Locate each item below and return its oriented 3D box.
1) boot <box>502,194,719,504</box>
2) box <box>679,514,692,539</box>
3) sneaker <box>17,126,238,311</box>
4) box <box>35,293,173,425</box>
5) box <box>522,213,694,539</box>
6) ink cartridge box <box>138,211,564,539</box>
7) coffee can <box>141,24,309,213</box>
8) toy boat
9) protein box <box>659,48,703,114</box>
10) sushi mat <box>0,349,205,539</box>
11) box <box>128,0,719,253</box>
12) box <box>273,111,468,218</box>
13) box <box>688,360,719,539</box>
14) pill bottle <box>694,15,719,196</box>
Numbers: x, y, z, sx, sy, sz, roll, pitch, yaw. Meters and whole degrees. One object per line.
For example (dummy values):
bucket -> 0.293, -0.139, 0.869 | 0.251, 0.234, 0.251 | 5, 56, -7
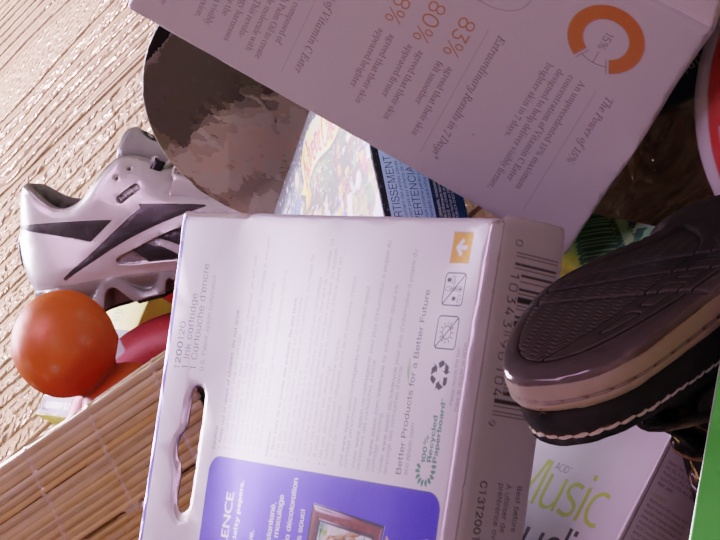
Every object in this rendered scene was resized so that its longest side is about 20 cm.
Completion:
boot -> 0.119, 0.062, 0.745 | 0.073, 0.152, 0.200 | -7, 12, 29
box -> 0.084, 0.122, 0.903 | 0.158, 0.048, 0.201 | -35, 38, 32
sneaker -> -0.087, -0.035, 1.176 | 0.198, 0.089, 0.074 | -14, 5, 10
box -> -0.106, 0.001, 1.267 | 0.075, 0.050, 0.201 | 2, 64, 55
box -> 0.074, 0.074, 0.878 | 0.144, 0.036, 0.201 | 14, 73, 56
ink cartridge box -> -0.013, 0.076, 0.878 | 0.199, 0.043, 0.200 | 4, 84, 52
coffee can -> -0.023, -0.140, 1.149 | 0.146, 0.146, 0.201 | -38, 25, 28
toy boat -> -0.116, 0.064, 1.108 | 0.130, 0.131, 0.200 | -41, 9, 4
protein box -> 0.086, -0.176, 0.983 | 0.198, 0.200, 0.135 | -24, 23, 41
sushi mat -> -0.124, 0.119, 1.014 | 0.199, 0.096, 0.012 | -34, -4, 28
box -> 0.031, -0.121, 0.882 | 0.125, 0.199, 0.098 | -60, 1, 42
box -> 0.000, 0.000, 1.011 | 0.200, 0.037, 0.138 | 113, 150, -57
box -> 0.184, 0.062, 0.689 | 0.096, 0.176, 0.201 | -8, 55, 37
pill bottle -> 0.224, -0.061, 0.806 | 0.199, 0.116, 0.117 | -1, 62, 54
